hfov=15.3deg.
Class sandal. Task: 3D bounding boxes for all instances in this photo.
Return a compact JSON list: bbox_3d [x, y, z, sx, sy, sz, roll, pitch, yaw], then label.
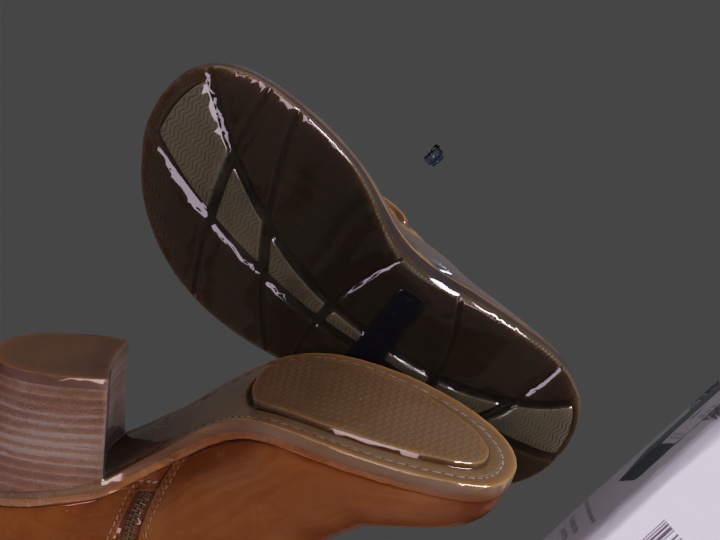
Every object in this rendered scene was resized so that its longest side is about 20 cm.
[{"bbox_3d":[0.000,0.000,0.989,0.200,0.055,0.082,36,107,-15],"label":"sandal"}]

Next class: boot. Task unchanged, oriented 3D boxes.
[{"bbox_3d":[-0.046,0.112,0.963,0.199,0.077,0.156,5,111,6],"label":"boot"}]

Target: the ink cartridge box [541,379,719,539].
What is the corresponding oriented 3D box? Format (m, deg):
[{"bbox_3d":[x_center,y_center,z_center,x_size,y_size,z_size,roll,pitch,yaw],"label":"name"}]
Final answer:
[{"bbox_3d":[0.166,0.110,0.971,0.200,0.084,0.146,-42,91,3],"label":"ink cartridge box"}]
